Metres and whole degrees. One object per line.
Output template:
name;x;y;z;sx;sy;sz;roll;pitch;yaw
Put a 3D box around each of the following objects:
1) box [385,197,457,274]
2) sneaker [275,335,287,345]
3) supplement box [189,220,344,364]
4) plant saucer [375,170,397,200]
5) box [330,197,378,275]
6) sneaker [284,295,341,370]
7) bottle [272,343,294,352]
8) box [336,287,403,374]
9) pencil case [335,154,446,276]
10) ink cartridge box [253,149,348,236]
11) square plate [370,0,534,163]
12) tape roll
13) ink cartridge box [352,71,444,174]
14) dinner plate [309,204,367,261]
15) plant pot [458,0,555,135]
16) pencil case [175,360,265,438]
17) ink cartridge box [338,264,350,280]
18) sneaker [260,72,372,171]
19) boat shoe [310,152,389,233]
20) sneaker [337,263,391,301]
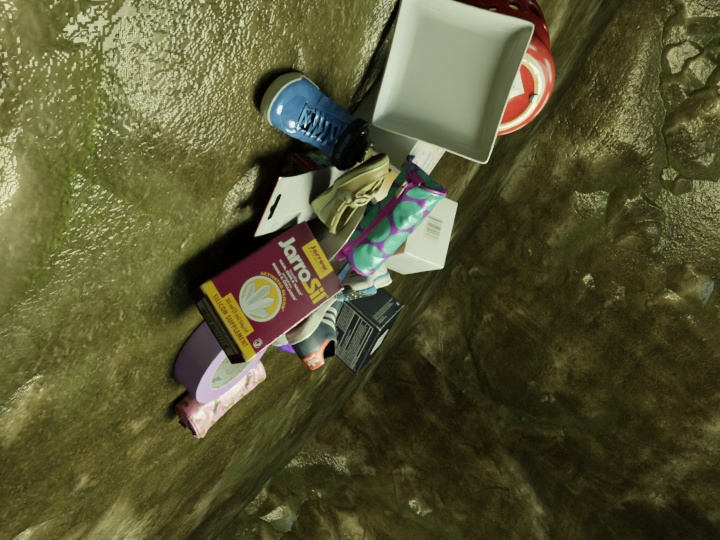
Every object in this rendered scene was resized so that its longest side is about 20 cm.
box;0.117;-0.086;1.214;0.199;0.104;0.157;-12;-119;67
sneaker;-0.144;0.064;0.976;0.073;0.083;0.201;-27;-160;18
supplement box;-0.145;0.035;0.821;0.198;0.133;0.103;-37;-173;-29
plant saucer;0.034;-0.144;1.119;0.199;0.036;0.200;-40;176;-3
box;-0.045;-0.065;0.985;0.201;0.059;0.117;-51;-155;14
sneaker;-0.068;0.104;0.909;0.074;0.086;0.200;-26;-170;22
bottle;-0.162;0.152;1.226;0.066;0.083;0.200;-50;166;2
box;-0.022;0.114;1.333;0.123;0.197;0.202;-38;162;-43
pencil case;0.047;-0.083;0.859;0.091;0.086;0.201;4;136;-50
ink cartridge box;-0.099;-0.128;0.822;0.199;0.050;0.110;-27;153;-56
square plate;0.130;-0.289;0.782;0.028;0.195;0.203;-49;157;-65
tape roll;-0.251;0.149;0.986;0.200;0.065;0.201;-47;165;-16
ink cartridge box;0.082;-0.247;0.939;0.130;0.125;0.199;-52;165;8
dinner plate;-0.049;-0.093;0.925;0.200;0.024;0.203;-42;-151;30
plant pot;0.223;-0.341;0.876;0.203;0.194;0.186;113;-15;-48
pencil case;-0.286;0.251;1.086;0.199;0.082;0.087;-42;164;-35
ink cartridge box;-0.014;-0.033;1.153;0.135;0.078;0.199;-32;179;-35
sneaker;-0.046;-0.193;0.706;0.078;0.111;0.199;-53;165;14
boat shoe;-0.010;-0.109;0.766;0.073;0.064;0.199;-35;-175;-33
sneaker;0.000;0.000;0.960;0.073;0.089;0.200;-8;-172;18
